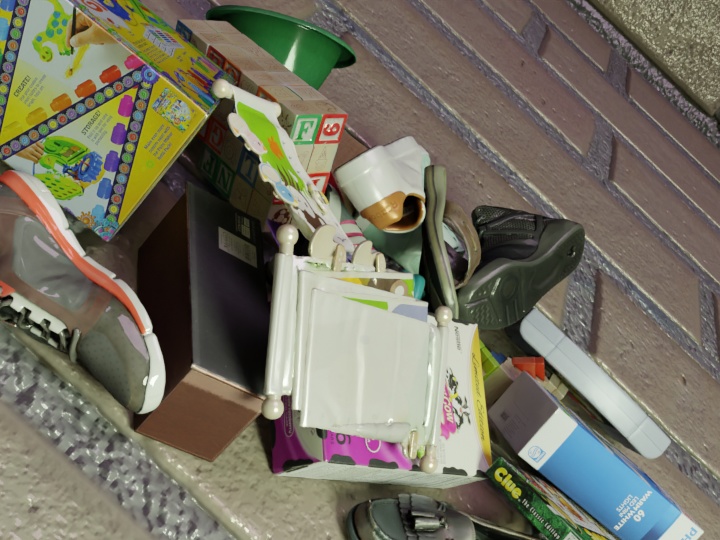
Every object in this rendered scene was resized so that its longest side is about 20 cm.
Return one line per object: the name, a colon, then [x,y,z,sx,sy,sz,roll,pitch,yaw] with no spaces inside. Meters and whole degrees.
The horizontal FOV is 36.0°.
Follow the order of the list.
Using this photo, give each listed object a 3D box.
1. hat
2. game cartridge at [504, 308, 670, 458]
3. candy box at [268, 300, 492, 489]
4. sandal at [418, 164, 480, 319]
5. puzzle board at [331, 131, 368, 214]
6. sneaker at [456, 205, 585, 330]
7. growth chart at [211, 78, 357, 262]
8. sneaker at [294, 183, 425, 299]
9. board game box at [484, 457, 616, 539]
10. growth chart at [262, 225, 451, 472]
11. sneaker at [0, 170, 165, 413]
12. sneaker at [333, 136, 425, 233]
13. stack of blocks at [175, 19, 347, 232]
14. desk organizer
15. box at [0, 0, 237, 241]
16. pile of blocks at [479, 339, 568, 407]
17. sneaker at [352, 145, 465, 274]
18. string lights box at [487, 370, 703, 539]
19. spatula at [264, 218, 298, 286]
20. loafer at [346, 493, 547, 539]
hat: [-0.100,-0.165,1.163,0.165,0.177,0.200,16,-3,-25]
game cartridge: [0.237,0.119,1.181,0.200,0.041,0.133,44,-6,0]
candy box: [0.019,0.098,0.888,0.199,0.061,0.137,15,64,-45]
sandal: [0.087,-0.030,1.064,0.057,0.080,0.202,4,47,-1]
puzzle board: [-0.055,-0.123,1.186,0.150,0.017,0.200,36,27,-2]
sneaker: [0.137,-0.007,1.152,0.114,0.077,0.199,19,39,36]
growth chart: [-0.043,-0.059,0.859,0.201,0.018,0.145,57,12,0]
sneaker: [0.000,0.000,1.029,0.120,0.084,0.201,33,23,-30]
board game box: [0.180,0.218,0.948,0.105,0.023,0.200,47,6,32]
growth chart: [0.004,0.055,0.787,0.199,0.018,0.146,24,70,-44]
sneaker: [-0.210,0.025,0.735,0.082,0.077,0.200,-28,68,-41]
sneaker: [0.028,-0.076,1.068,0.085,0.073,0.200,59,19,-2]
stack of blocks: [-0.107,-0.137,1.021,0.058,0.116,0.200,-8,39,-41]
desk organizer: [-0.118,0.034,0.820,0.071,0.077,0.201,28,31,-30]
box: [-0.213,-0.150,0.848,0.192,0.122,0.200,39,12,-10]
pile of blocks: [0.140,0.095,1.111,0.199,0.062,0.082,17,38,-44]
sneaker: [0.063,-0.057,1.205,0.118,0.074,0.201,40,33,-5]
string lights box: [0.219,0.190,1.049,0.200,0.059,0.103,40,5,-17]
spatula: [-0.066,-0.005,0.896,0.057,0.020,0.200,61,-12,2]
loafer: [0.080,0.209,0.865,0.199,0.063,0.072,26,34,-32]
